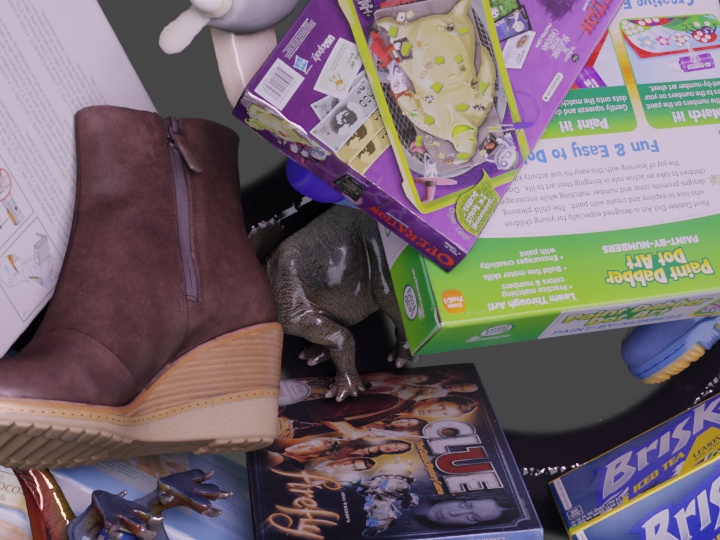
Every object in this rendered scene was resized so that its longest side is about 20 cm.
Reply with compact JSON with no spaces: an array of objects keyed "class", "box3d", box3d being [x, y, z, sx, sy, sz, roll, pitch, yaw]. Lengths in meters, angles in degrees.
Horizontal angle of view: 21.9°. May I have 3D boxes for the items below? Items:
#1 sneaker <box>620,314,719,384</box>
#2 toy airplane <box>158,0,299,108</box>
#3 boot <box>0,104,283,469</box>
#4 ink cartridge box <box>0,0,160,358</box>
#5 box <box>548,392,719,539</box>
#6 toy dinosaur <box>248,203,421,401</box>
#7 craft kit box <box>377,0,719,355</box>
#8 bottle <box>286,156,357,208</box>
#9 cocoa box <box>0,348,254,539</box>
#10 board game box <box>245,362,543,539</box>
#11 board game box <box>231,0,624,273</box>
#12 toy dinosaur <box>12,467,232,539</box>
[{"class":"sneaker","box3d":[0.189,-0.036,0.998,0.088,0.075,0.200,34,97,-6]},{"class":"toy airplane","box3d":[-0.074,-0.199,0.830,0.200,0.141,0.199,40,60,-24]},{"class":"boot","box3d":[-0.126,0.004,0.874,0.200,0.072,0.167,3,69,-42]},{"class":"ink cartridge box","box3d":[-0.184,-0.077,0.871,0.043,0.174,0.200,4,134,39]},{"class":"box","box3d":[0.211,0.112,1.048,0.200,0.070,0.064,-29,109,5]},{"class":"toy dinosaur","box3d":[0.000,0.000,0.980,0.199,0.077,0.103,-18,118,4]},{"class":"craft kit box","box3d":[0.096,-0.069,0.884,0.199,0.049,0.198,-6,68,-22]},{"class":"bottle","box3d":[0.066,-0.049,0.937,0.199,0.084,0.066,13,80,-16]},{"class":"cocoa box","box3d":[-0.155,0.146,0.986,0.200,0.133,0.131,29,103,-16]},{"class":"board game box","box3d":[0.009,0.106,0.954,0.135,0.200,0.035,-4,110,-5]},{"class":"board game box","box3d":[0.042,-0.110,0.842,0.120,0.032,0.200,34,61,-1]},{"class":"toy dinosaur","box3d":[-0.115,0.184,0.914,0.200,0.105,0.182,27,114,18]}]
